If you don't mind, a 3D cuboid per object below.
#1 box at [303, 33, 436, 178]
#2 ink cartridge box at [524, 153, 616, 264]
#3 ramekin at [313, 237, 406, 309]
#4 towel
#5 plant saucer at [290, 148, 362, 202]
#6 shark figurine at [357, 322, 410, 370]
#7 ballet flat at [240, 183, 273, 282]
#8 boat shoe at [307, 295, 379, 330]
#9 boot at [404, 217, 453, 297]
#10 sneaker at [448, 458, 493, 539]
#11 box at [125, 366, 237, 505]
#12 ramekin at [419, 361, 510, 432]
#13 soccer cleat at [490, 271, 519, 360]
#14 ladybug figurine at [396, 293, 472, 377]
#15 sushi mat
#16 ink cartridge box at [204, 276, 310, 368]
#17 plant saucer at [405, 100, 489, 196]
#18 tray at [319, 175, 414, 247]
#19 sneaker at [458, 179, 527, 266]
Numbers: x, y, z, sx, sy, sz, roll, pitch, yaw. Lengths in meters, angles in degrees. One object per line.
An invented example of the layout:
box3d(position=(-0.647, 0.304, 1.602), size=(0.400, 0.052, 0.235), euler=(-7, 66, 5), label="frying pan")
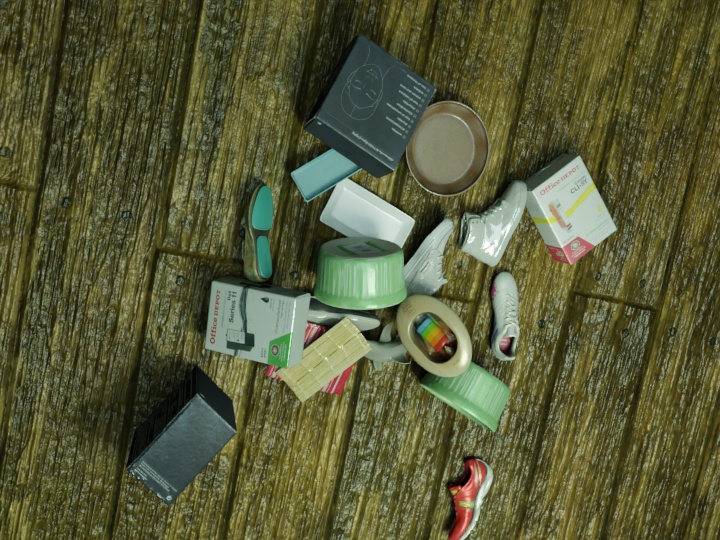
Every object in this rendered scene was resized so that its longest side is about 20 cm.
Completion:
box3d(position=(0.018, -0.333, 1.522), size=(0.197, 0.124, 0.200), euler=(31, 80, -14), label="box")
box3d(position=(0.472, -0.142, 1.697), size=(0.144, 0.083, 0.203), euler=(-34, 105, -6), label="ink cartridge box")
box3d(position=(0.000, 0.000, 1.532), size=(0.194, 0.200, 0.101), euler=(-3, 107, -13), label="ramekin")
box3d(position=(-0.097, 0.188, 1.615), size=(0.196, 0.023, 0.147), euler=(19, 104, -28), label="towel")
box3d(position=(-0.051, -0.223, 1.576), size=(0.197, 0.019, 0.071), euler=(-33, 94, -15), label="plant saucer")
box3d(position=(0.098, 0.165, 1.647), size=(0.211, 0.089, 0.131), euler=(-30, 128, -20), label="shark figurine")
box3d(position=(-0.221, -0.077, 1.548), size=(0.069, 0.071, 0.206), euler=(0, 83, -13), label="ballet flat")
box3d(position=(-0.052, 0.090, 1.616), size=(0.194, 0.074, 0.062), euler=(5, 61, -10), label="boat shoe")
box3d(position=(0.162, -0.010, 1.635), size=(0.095, 0.073, 0.201), euler=(40, 97, 13), label="boot")
box3d(position=(0.242, 0.544, 1.762), size=(0.083, 0.077, 0.205), euler=(24, 82, -11), label="sneaker")
box3d(position=(-0.360, 0.331, 1.511), size=(0.123, 0.200, 0.199), euler=(44, 88, -15), label="box")
box3d(position=(0.237, 0.263, 1.650), size=(0.198, 0.199, 0.099), euler=(35, 82, -16), label="ramekin")
box3d(position=(0.341, 0.108, 1.703), size=(0.068, 0.086, 0.206), euler=(-2, 99, -13), label="soccer cleat")
box3d(position=(0.158, 0.133, 1.573), size=(0.136, 0.072, 0.201), euler=(-44, 80, 18), label="ladybug figurine")
box3d(position=(-0.077, 0.191, 1.582), size=(0.198, 0.012, 0.096), euler=(-37, 107, 5), label="sushi mat")
box3d(position=(-0.214, 0.104, 1.525), size=(0.195, 0.083, 0.151), euler=(10, 98, 18), label="ink cartridge box")
box3d(position=(0.189, -0.268, 1.634), size=(0.194, 0.037, 0.207), euler=(-2, 98, -13), label="plant saucer")
box3d(position=(0.015, -0.111, 1.624), size=(0.197, 0.022, 0.109), euler=(29, 90, -16), label="tray")
box3d(position=(0.291, -0.123, 1.662), size=(0.113, 0.074, 0.205), euler=(21, 95, -19), label="sneaker")
